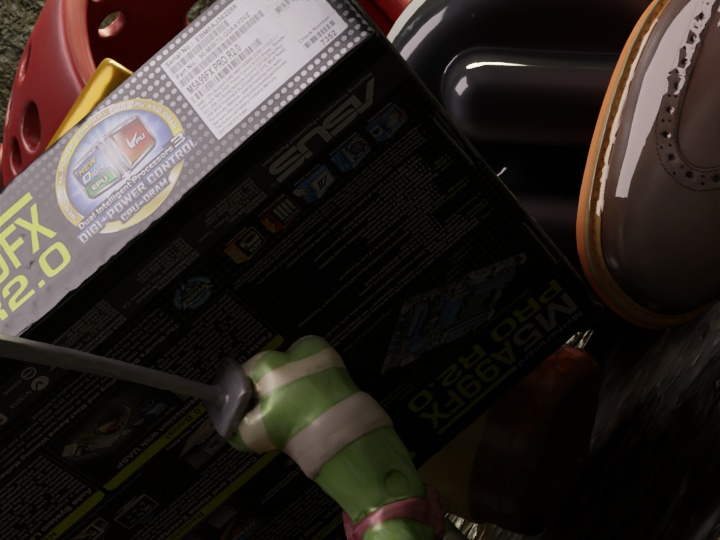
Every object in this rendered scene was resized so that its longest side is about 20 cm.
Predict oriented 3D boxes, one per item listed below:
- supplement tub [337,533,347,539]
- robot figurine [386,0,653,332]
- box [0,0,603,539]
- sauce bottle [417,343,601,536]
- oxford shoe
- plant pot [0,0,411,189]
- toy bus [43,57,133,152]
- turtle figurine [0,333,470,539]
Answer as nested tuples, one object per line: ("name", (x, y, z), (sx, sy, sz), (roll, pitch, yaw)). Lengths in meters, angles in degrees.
("supplement tub", (-0.039, 0.097, 0.818), (0.123, 0.122, 0.200), (-53, 7, 32))
("robot figurine", (0.060, -0.048, 0.759), (0.150, 0.125, 0.200), (-48, 7, 10))
("box", (-0.047, 0.029, 0.588), (0.200, 0.044, 0.160), (-41, -36, 4))
("sauce bottle", (-0.024, 0.024, 0.705), (0.066, 0.200, 0.066), (-52, -28, -43))
("oxford shoe", (0.128, -0.072, 0.607), (0.200, 0.071, 0.073), (-57, 11, -6))
("plant pot", (-0.075, -0.048, 1.042), (0.183, 0.200, 0.201), (-51, 8, 49))
("toy bus", (-0.113, 0.028, 0.807), (0.200, 0.078, 0.065), (-57, 5, 0))
("turtle figurine", (-0.034, 0.093, 0.549), (0.194, 0.200, 0.144), (46, -142, -75))
